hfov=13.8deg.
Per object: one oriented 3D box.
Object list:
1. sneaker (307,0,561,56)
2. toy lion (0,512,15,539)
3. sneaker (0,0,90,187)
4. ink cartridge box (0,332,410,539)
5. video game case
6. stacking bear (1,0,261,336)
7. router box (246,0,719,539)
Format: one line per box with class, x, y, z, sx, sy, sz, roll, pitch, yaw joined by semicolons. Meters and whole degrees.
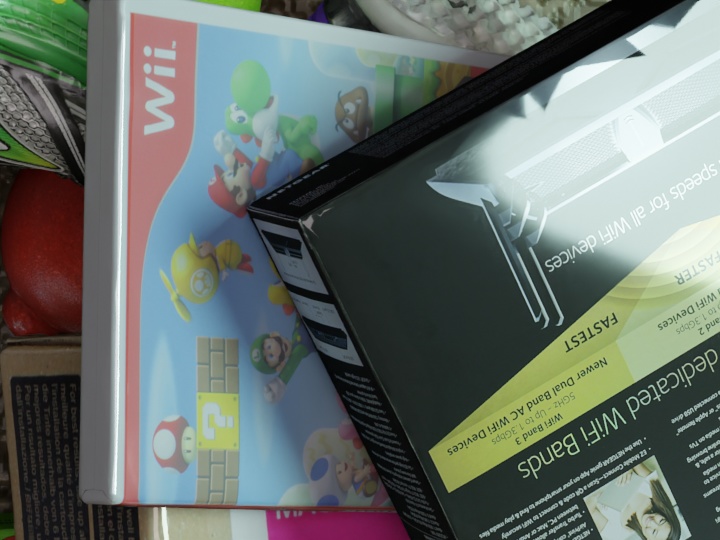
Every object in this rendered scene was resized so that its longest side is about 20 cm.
sneaker;0.052;-0.028;1.018;0.200;0.070;0.100;32;115;-21
toy lion;-0.103;0.156;1.002;0.199;0.069;0.192;-13;99;-8
sneaker;-0.111;-0.058;0.883;0.200;0.078;0.085;33;101;-18
ink cartridge box;-0.008;0.094;0.931;0.200;0.075;0.165;-6;92;-43
video game case;0.000;0.000;0.883;0.200;0.017;0.143;5;83;-43
stacking bear;-0.084;-0.076;0.979;0.121;0.114;0.201;-3;95;-7
router box;0.090;0.004;0.861;0.200;0.052;0.158;-29;104;-14
